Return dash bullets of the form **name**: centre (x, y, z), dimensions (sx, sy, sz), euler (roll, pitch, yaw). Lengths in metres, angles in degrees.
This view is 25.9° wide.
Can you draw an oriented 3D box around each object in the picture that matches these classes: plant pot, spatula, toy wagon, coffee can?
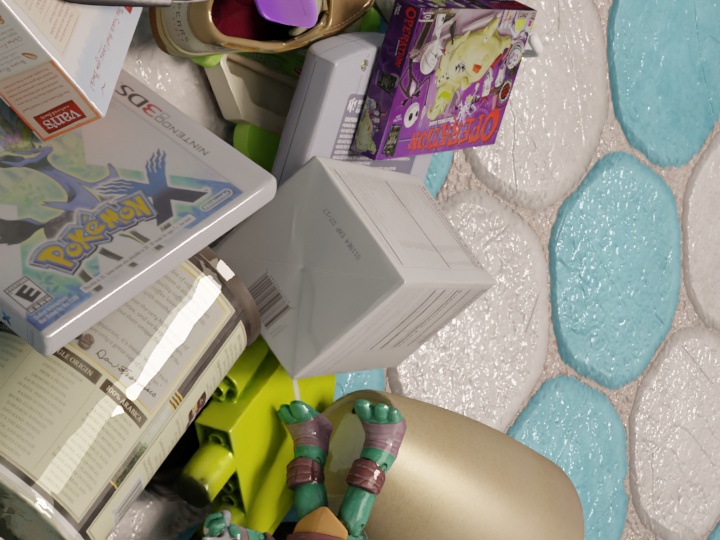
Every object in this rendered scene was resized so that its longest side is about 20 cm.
- **plant pot**: centre (0.048, 0.180, 1.225), dimensions (0.200, 0.186, 0.188), euler (43, 65, -40)
- **spatula**: centre (-0.108, -0.182, 1.016), dimensions (0.199, 0.021, 0.057), euler (-8, 73, -35)
- **toy wagon**: centre (-0.063, -0.158, 1.184), dimensions (0.154, 0.039, 0.202), euler (19, 82, -44)
- **coffee can**: centre (-0.179, 0.073, 1.019), dimensions (0.201, 0.146, 0.147), euler (-54, 128, -26)

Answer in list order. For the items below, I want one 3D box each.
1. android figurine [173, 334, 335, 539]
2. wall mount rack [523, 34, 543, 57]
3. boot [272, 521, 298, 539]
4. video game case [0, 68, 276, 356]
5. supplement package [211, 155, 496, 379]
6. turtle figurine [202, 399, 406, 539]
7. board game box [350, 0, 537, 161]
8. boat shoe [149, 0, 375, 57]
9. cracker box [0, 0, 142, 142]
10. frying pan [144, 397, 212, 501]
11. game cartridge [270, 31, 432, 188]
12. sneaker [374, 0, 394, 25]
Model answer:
- **android figurine**: centre (-0.073, 0.119, 1.169), dimensions (0.200, 0.041, 0.183), euler (-56, 148, -43)
- **wall mount rack**: centre (0.117, -0.282, 1.324), dimensions (0.174, 0.074, 0.201), euler (44, 64, -38)
- **boot**: centre (-0.087, 0.307, 1.194), dimensions (0.200, 0.073, 0.152), euler (-42, 123, -37)
- **video game case**: centre (-0.184, -0.053, 0.988), dimensions (0.200, 0.182, 0.022), euler (-38, 152, -35)
- **supplement package**: centre (0.000, 0.000, 1.142), dimensions (0.114, 0.109, 0.200), euler (55, 18, 15)
- **turtle figurine**: centre (-0.032, 0.189, 1.078), dimensions (0.101, 0.148, 0.201), euler (77, 23, -57)
- **board game box**: centre (0.069, -0.152, 1.223), dimensions (0.199, 0.032, 0.121), euler (-15, 131, -58)
- **boat shoe**: centre (-0.054, -0.187, 1.114), dimensions (0.199, 0.066, 0.075), euler (-22, 110, -40)
- **cracker box**: centre (-0.223, -0.198, 0.973), dimensions (0.200, 0.057, 0.135), euler (51, 34, -35)
- **frying pan**: centre (-0.146, 0.145, 1.139), dimensions (0.115, 0.031, 0.191), euler (37, 69, -43)
- **game cartridge**: centre (0.005, -0.115, 1.204), dimensions (0.199, 0.041, 0.134), euler (-5, 121, -61)
- **sneaker**: centre (0.024, -0.280, 1.206), dimensions (0.200, 0.086, 0.078), euler (51, 30, -33)
